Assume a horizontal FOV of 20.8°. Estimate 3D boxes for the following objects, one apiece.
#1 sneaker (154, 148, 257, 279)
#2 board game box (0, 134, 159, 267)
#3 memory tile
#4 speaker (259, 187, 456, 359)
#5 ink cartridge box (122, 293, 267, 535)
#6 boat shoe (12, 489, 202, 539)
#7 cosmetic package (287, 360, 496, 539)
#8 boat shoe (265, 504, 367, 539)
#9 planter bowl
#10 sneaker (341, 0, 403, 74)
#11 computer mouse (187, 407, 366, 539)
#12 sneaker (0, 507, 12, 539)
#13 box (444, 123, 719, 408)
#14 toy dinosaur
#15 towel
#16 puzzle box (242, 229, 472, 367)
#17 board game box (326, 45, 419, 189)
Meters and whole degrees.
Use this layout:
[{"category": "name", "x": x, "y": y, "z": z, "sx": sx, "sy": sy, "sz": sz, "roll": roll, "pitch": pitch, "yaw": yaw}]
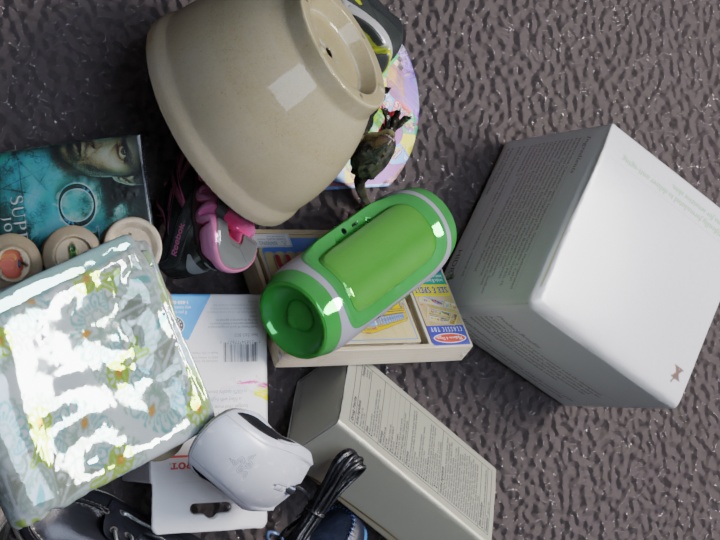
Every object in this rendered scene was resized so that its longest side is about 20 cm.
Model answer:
[{"category": "sneaker", "x": -0.142, "y": -0.079, "z": 1.691, "sx": 0.079, "sy": 0.095, "sz": 0.201, "roll": 35, "pitch": 45, "yaw": -42}, {"category": "board game box", "x": -0.233, "y": -0.005, "z": 1.617, "sx": 0.134, "sy": 0.028, "sz": 0.202, "roll": -8, "pitch": 89, "yaw": -2}, {"category": "memory tile", "x": -0.221, "y": 0.063, "z": 1.574, "sx": 0.152, "sy": 0.017, "sz": 0.202, "roll": -7, "pitch": 88, "yaw": -19}, {"category": "speaker", "x": 0.000, "y": 0.000, "z": 1.704, "sx": 0.200, "sy": 0.088, "sz": 0.089, "roll": -36, "pitch": 107, "yaw": -44}, {"category": "ink cartridge box", "x": -0.143, "y": 0.121, "z": 1.685, "sx": 0.114, "sy": 0.068, "sz": 0.202, "roll": 1, "pitch": 87, "yaw": -30}, {"category": "boat shoe", "x": -0.196, "y": 0.230, "z": 1.650, "sx": 0.199, "sy": 0.063, "sz": 0.073, "roll": 25, "pitch": 75, "yaw": -28}, {"category": "cosmetic package", "x": 0.030, "y": 0.174, "z": 1.765, "sx": 0.200, "sy": 0.073, "sz": 0.104, "roll": 41, "pitch": 33, "yaw": -22}, {"category": "boat shoe", "x": -0.066, "y": 0.282, "z": 1.714, "sx": 0.200, "sy": 0.084, "sz": 0.069, "roll": -54, "pitch": 131, "yaw": -24}, {"category": "planter bowl", "x": -0.065, "y": -0.156, "z": 1.631, "sx": 0.200, "sy": 0.134, "sz": 0.201, "roll": 46, "pitch": 28, "yaw": -33}, {"category": "sneaker", "x": -0.044, "y": -0.248, "z": 1.754, "sx": 0.200, "sy": 0.075, "sz": 0.085, "roll": 45, "pitch": 28, "yaw": 3}, {"category": "computer mouse", "x": -0.071, "y": 0.174, "z": 1.616, "sx": 0.110, "sy": 0.044, "sz": 0.200, "roll": -49, "pitch": 143, "yaw": 4}, {"category": "sneaker", "x": -0.308, "y": 0.145, "z": 1.583, "sx": 0.098, "sy": 0.070, "sz": 0.202, "roll": 20, "pitch": 67, "yaw": -47}, {"category": "box", "x": 0.215, "y": 0.000, "z": 1.852, "sx": 0.199, "sy": 0.171, "sz": 0.201, "roll": 34, "pitch": 71, "yaw": -26}, {"category": "toy dinosaur", "x": 0.012, "y": -0.112, "z": 1.739, "sx": 0.047, "sy": 0.200, "sz": 0.089, "roll": 15, "pitch": 77, "yaw": 4}, {"category": "towel", "x": -0.217, "y": 0.080, "z": 1.510, "sx": 0.199, "sy": 0.048, "sz": 0.172, "roll": -26, "pitch": 97, "yaw": -38}, {"category": "puzzle box", "x": -0.006, "y": 0.023, "z": 1.760, "sx": 0.199, "sy": 0.025, "sz": 0.134, "roll": -1, "pitch": 56, "yaw": -32}, {"category": "board game box", "x": -0.020, "y": -0.154, "z": 1.789, "sx": 0.199, "sy": 0.039, "sz": 0.159, "roll": -4, "pitch": 90, "yaw": -31}]
